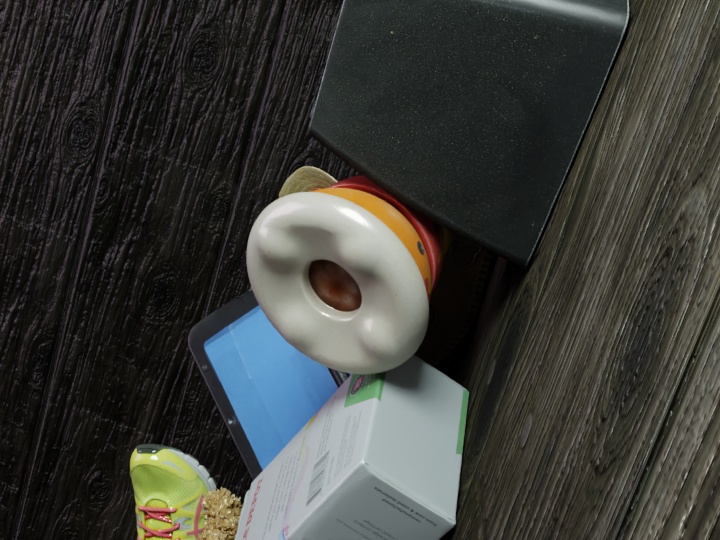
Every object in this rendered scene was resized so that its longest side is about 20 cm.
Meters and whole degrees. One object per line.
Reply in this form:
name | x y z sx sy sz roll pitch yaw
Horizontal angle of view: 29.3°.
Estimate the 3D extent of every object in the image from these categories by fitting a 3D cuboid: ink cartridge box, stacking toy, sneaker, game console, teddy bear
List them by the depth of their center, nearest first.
stacking toy | 0.021 -0.032 1.026 0.200 0.146 0.147 -48 -17 -45
ink cartridge box | -0.013 0.172 1.034 0.200 0.087 0.146 -47 17 31
game console | -0.053 0.071 1.152 0.201 0.116 0.176 60 155 25
sneaker | 0.071 -0.014 1.169 0.109 0.070 0.201 -104 37 -75
teddy bear | -0.129 0.265 1.214 0.200 0.066 0.146 -78 3 -71
sneaker | -0.177 0.252 1.287 0.090 0.078 0.201 -59 -37 -52

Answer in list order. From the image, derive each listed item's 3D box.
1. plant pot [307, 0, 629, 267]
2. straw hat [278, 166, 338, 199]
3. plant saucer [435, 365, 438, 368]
plant pot | 0.069 -0.155 0.975 0.200 0.176 0.201 -77 3 -55
straw hat | 0.000 0.000 1.241 0.201 0.085 0.202 28 125 50
plant saucer | 0.057 0.048 1.315 0.200 0.050 0.201 -163 90 -87
